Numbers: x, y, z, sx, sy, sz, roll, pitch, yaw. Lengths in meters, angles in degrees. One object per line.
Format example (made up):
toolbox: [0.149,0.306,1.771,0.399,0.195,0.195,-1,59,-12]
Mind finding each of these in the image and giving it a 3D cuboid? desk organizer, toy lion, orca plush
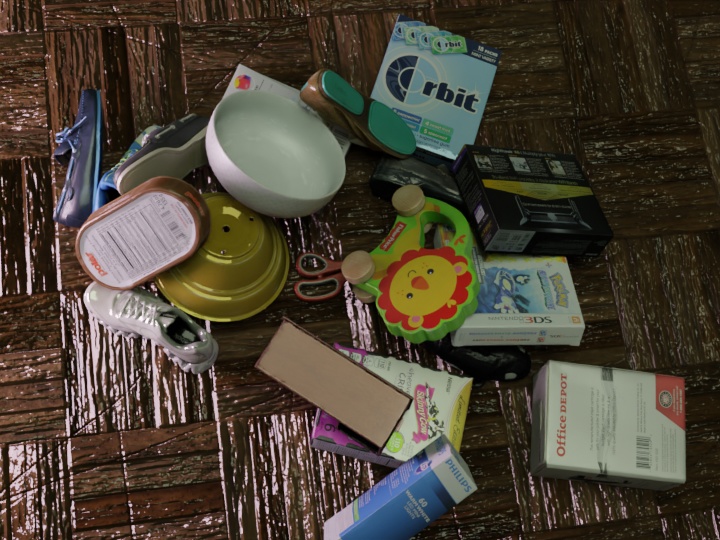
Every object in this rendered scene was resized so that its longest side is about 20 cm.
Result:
desk organizer: [-0.036,0.151,1.485,0.198,0.072,0.077,32,74,7]
toy lion: [0.086,-0.002,1.562,0.190,0.069,0.201,24,67,32]
orca plush: [0.151,0.090,1.593,0.199,0.071,0.106,37,71,5]

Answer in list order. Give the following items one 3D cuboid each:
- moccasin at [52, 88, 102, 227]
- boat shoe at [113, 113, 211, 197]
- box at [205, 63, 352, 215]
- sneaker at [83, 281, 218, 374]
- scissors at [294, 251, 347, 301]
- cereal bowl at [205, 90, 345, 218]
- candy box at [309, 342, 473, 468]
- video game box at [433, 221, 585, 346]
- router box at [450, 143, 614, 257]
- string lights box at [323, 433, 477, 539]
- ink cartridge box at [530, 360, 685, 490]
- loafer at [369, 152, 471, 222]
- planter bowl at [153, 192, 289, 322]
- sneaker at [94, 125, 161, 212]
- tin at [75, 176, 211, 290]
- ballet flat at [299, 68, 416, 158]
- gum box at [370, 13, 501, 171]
moccasin: [-0.395,-0.161,1.597,0.067,0.081,0.203,3,70,-8]
boat shoe: [-0.268,-0.159,1.562,0.062,0.073,0.199,32,45,24]
box: [-0.117,-0.191,1.667,0.198,0.041,0.158,23,70,-1]
sneaker: [-0.280,0.063,1.539,0.198,0.081,0.076,26,72,3]
scissors: [0.000,0.000,1.635,0.197,0.014,0.074,-7,71,-11]
cereal bowl: [-0.124,-0.147,1.569,0.198,0.084,0.202,20,45,-20]
candy box: [0.042,0.191,1.550,0.197,0.061,0.138,14,70,-3]
video game box: [0.204,0.016,1.603,0.179,0.047,0.202,1,48,-10]
router box: [0.242,-0.098,1.626,0.197,0.052,0.159,3,51,-26]
string lights box: [0.048,0.299,1.455,0.199,0.103,0.059,-37,96,3]
ink cartridge box: [0.336,0.214,1.571,0.197,0.083,0.149,8,70,-6]
loafer: [0.115,-0.124,1.662,0.197,0.073,0.073,21,65,-2]
planter bowl: [-0.187,-0.039,1.565,0.197,0.084,0.203,7,62,-12]
sneaker: [-0.310,-0.124,1.582,0.075,0.105,0.203,17,70,1]
tin: [-0.286,-0.046,1.497,0.198,0.042,0.113,-26,104,24]
ballet flat: [-0.009,-0.214,1.620,0.199,0.072,0.069,28,61,-37]
gum box: [0.105,-0.265,1.721,0.168,0.045,0.202,19,71,-1]
